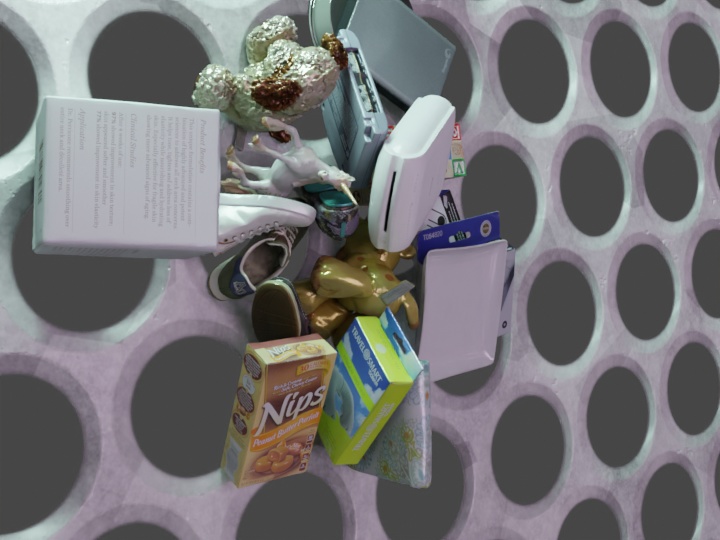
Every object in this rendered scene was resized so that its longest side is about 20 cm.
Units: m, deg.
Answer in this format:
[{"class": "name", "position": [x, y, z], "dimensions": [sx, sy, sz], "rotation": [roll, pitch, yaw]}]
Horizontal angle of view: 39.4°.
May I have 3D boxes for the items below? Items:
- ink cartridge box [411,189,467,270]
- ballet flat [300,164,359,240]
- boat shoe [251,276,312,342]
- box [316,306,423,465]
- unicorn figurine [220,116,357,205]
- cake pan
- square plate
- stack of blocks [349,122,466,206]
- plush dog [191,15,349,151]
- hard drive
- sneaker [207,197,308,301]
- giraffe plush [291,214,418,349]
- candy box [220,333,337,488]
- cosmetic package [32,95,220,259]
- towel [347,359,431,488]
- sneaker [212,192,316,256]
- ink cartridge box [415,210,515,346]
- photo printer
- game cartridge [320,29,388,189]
[{"class": "ink cartridge box", "position": [0.133, -0.019, 1.620], "dimensions": [0.094, 0.044, 0.201], "rotation": [-30, 107, -35]}, {"class": "ballet flat", "position": [-0.045, -0.091, 1.417], "dimensions": [0.071, 0.200, 0.073], "rotation": [-4, 113, -10]}, {"class": "boat shoe", "position": [-0.101, 0.083, 1.391], "dimensions": [0.066, 0.071, 0.202], "rotation": [-58, 150, -46]}, {"class": "box", "position": [0.000, 0.160, 1.389], "dimensions": [0.047, 0.201, 0.122], "rotation": [4, 42, -37]}, {"class": "unicorn figurine", "position": [-0.097, -0.135, 1.344], "dimensions": [0.137, 0.199, 0.074], "rotation": [35, 64, -25]}, {"class": "cake pan", "position": [0.011, -0.377, 1.551], "dimensions": [0.199, 0.037, 0.202], "rotation": [2, 86, -38]}, {"class": "square plate", "position": [0.145, 0.058, 1.502], "dimensions": [0.197, 0.028, 0.202], "rotation": [-8, 108, -46]}, {"class": "stack of blocks", "position": [0.073, -0.166, 1.572], "dimensions": [0.199, 0.058, 0.116], "rotation": [-9, 93, -38]}, {"class": "plush dog", "position": [-0.103, -0.250, 1.367], "dimensions": [0.200, 0.171, 0.161], "rotation": [-46, 114, -31]}, {"class": "hard drive", "position": [0.052, -0.335, 1.536], "dimensions": [0.199, 0.033, 0.140], "rotation": [31, 69, -33]}, {"class": "sneaker", "position": [-0.118, -0.030, 1.394], "dimensions": [0.200, 0.090, 0.067], "rotation": [-47, 114, -30]}, {"class": "giraffe plush", "position": [0.000, 0.000, 1.456], "dimensions": [0.173, 0.199, 0.163], "rotation": [51, 32, -35]}, {"class": "candy box", "position": [-0.111, 0.188, 1.351], "dimensions": [0.115, 0.055, 0.201], "rotation": [-6, 123, -39]}, {"class": "cosmetic package", "position": [-0.280, -0.102, 1.195], "dimensions": [0.198, 0.166, 0.169], "rotation": [3, 86, -22]}, {"class": "towel", "position": [0.037, 0.208, 1.434], "dimensions": [0.048, 0.200, 0.173], "rotation": [-5, 92, -31]}, {"class": "sneaker", "position": [-0.159, -0.057, 1.340], "dimensions": [0.198, 0.073, 0.085], "rotation": [3, 81, -2]}, {"class": "ink cartridge box", "position": [0.165, 0.022, 1.569], "dimensions": [0.199, 0.040, 0.202], "rotation": [-16, 112, -40]}, {"class": "photo printer", "position": [0.069, -0.132, 1.406], "dimensions": [0.200, 0.069, 0.167], "rotation": [-56, 160, -52]}, {"class": "game cartridge", "position": [-0.014, -0.221, 1.415], "dimensions": [0.041, 0.133, 0.201], "rotation": [-1, 55, -23]}]
